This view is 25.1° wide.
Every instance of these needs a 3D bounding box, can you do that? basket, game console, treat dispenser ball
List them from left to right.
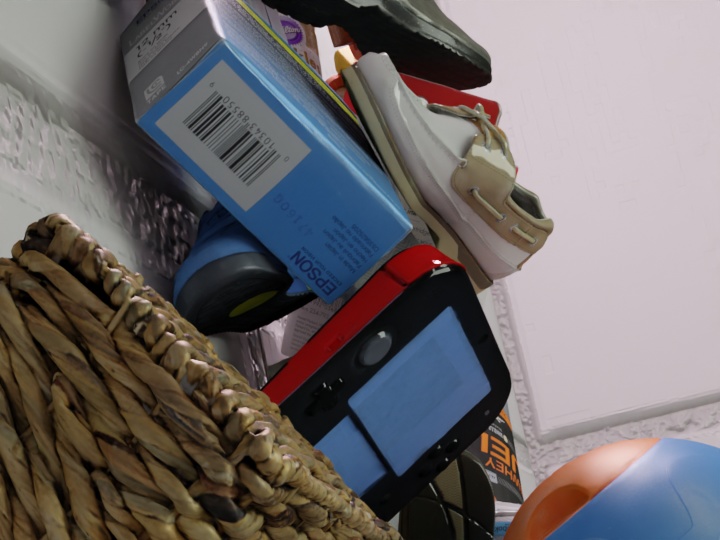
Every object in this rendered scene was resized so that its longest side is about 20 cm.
[{"bbox_3d":[-0.095,0.087,0.554,0.143,0.149,0.200,43,-3,21],"label":"basket"},{"bbox_3d":[0.004,0.086,0.878,0.031,0.177,0.200,39,-11,29],"label":"game console"},{"bbox_3d":[0.170,0.196,0.911,0.201,0.198,0.204,-15,90,-81],"label":"treat dispenser ball"}]

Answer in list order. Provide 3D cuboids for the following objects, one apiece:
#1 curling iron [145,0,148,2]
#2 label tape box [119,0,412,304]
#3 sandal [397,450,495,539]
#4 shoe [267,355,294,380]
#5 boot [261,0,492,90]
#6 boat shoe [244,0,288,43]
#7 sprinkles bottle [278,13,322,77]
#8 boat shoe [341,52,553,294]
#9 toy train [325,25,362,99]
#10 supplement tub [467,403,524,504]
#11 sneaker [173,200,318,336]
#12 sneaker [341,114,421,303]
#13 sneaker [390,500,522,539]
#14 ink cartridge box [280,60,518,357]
[{"bbox_3d":[-0.115,-0.187,0.948,0.026,0.049,0.202,-10,-81,66],"label":"curling iron"},{"bbox_3d":[-0.058,-0.087,0.870,0.143,0.066,0.200,43,9,-26],"label":"label tape box"},{"bbox_3d":[0.045,0.212,1.049,0.057,0.079,0.204,-161,-99,-68],"label":"sandal"},{"bbox_3d":[-0.021,0.128,1.000,0.070,0.053,0.202,-117,-163,-53],"label":"shoe"},{"bbox_3d":[0.021,-0.204,1.028,0.199,0.067,0.132,25,67,-39],"label":"boot"},{"bbox_3d":[-0.094,-0.168,0.998,0.065,0.073,0.203,-27,110,-50],"label":"boat shoe"},{"bbox_3d":[-0.060,-0.144,1.128,0.068,0.067,0.202,63,15,-54],"label":"sprinkles bottle"},{"bbox_3d":[0.052,-0.064,0.926,0.200,0.068,0.075,51,12,-52],"label":"boat shoe"},{"bbox_3d":[0.008,-0.104,1.146,0.150,0.055,0.202,-170,-117,-76],"label":"toy train"},{"bbox_3d":[0.064,0.172,1.232,0.201,0.121,0.123,-95,167,-46],"label":"supplement tub"},{"bbox_3d":[-0.071,-0.011,0.885,0.079,0.065,0.200,65,7,5],"label":"sneaker"},{"bbox_3d":[0.000,0.000,0.999,0.116,0.073,0.201,86,-15,-48],"label":"sneaker"},{"bbox_3d":[0.080,0.179,1.093,0.087,0.197,0.076,119,-19,-60],"label":"sneaker"},{"bbox_3d":[0.030,-0.026,1.062,0.067,0.115,0.203,-11,117,-65],"label":"ink cartridge box"}]
